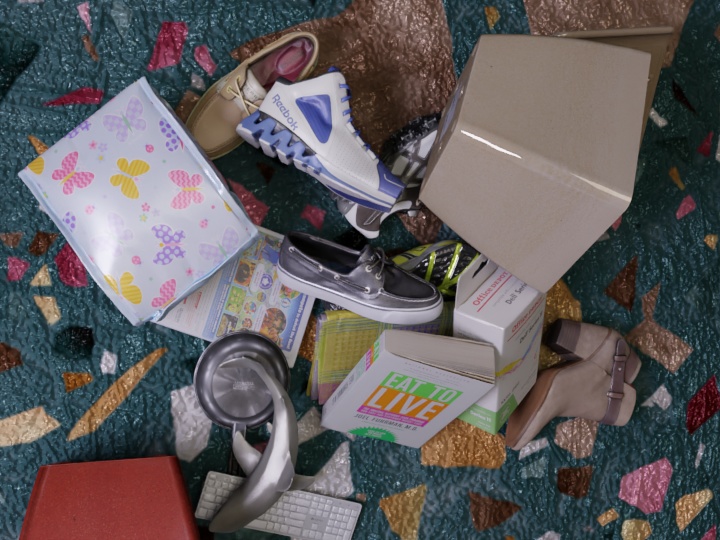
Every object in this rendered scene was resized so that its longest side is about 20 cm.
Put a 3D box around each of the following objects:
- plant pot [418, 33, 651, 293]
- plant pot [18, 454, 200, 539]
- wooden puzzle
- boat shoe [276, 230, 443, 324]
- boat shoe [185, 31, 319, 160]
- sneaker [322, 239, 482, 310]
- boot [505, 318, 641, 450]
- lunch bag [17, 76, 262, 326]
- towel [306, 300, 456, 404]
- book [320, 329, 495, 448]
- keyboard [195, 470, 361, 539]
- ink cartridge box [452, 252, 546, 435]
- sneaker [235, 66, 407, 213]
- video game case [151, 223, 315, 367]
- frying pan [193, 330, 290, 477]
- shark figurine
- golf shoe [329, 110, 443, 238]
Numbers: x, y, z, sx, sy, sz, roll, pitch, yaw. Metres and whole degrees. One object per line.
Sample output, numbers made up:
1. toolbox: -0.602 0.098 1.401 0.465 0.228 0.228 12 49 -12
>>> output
1. plant pot: 0.172 -0.130 0.871 0.174 0.201 0.203 20 61 -3
2. plant pot: -0.256 0.286 0.846 0.195 0.200 0.181 -1 78 -16
3. wooden puzzle: 0.285 -0.209 1.023 0.181 0.047 0.203 -9 128 -21
4. boat shoe: 0.000 0.000 0.912 0.196 0.070 0.067 18 128 13
5. boat shoe: -0.124 -0.207 0.936 0.074 0.066 0.200 45 79 -12
6. sneaker: 0.050 0.017 0.990 0.196 0.076 0.077 -15 100 3
7. boot: 0.284 0.164 1.057 0.144 0.070 0.203 29 83 -16
8. lunch bag: -0.224 -0.064 0.862 0.169 0.127 0.201 -39 85 -2
9. towel: 0.035 0.095 0.970 0.195 0.023 0.146 -5 129 -15
10. book: 0.048 0.137 0.926 0.131 0.201 0.049 14 54 -15
11. keyboard: -0.094 0.284 0.967 0.196 0.011 0.057 18 88 -20
12. ink cartridge box: 0.162 0.074 0.951 0.117 0.066 0.203 -40 139 -40
13. sneaker: -0.026 -0.154 0.896 0.197 0.081 0.117 29 87 -3
14. video game case: -0.149 0.014 0.956 0.196 0.018 0.146 20 84 -15
15. frying pan: -0.152 0.163 0.942 0.113 0.031 0.193 27 86 -15
16. shark figurine: -0.094 0.195 0.904 0.125 0.089 0.220 3 100 -20
17. golf shoe: 0.059 -0.120 0.993 0.198 0.078 0.095 -35 108 -5
